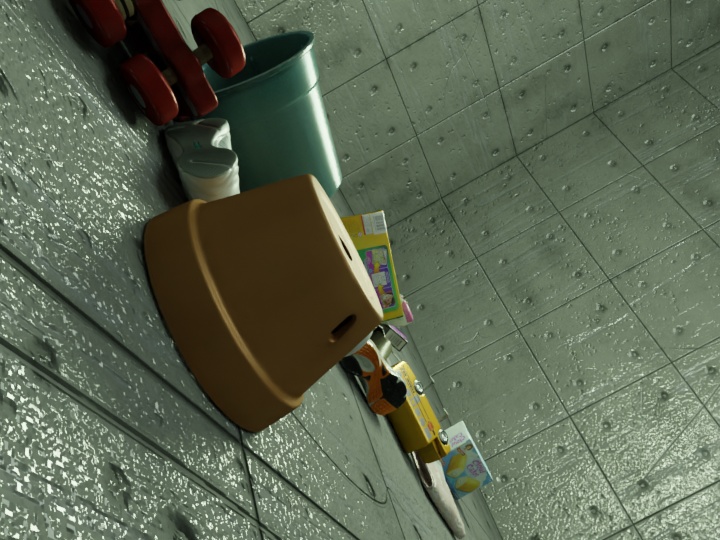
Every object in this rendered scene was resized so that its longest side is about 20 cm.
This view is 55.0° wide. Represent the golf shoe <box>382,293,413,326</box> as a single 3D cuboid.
[{"bbox_3d":[0.033,0.085,1.391,0.199,0.090,0.077,12,-51,63],"label":"golf shoe"}]

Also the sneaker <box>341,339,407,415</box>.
[{"bbox_3d":[0.018,0.165,1.201,0.202,0.075,0.092,61,0,-36],"label":"sneaker"}]

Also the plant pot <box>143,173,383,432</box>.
[{"bbox_3d":[-0.070,0.012,0.588,0.203,0.138,0.200,62,5,-10],"label":"plant pot"}]

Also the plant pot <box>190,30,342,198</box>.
[{"bbox_3d":[-0.121,-0.187,0.934,0.201,0.196,0.199,-111,179,-59],"label":"plant pot"}]

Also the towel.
[{"bbox_3d":[0.158,0.442,1.473,0.202,0.032,0.192,59,6,-36],"label":"towel"}]

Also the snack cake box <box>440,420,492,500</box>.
[{"bbox_3d":[0.258,0.496,1.799,0.202,0.113,0.068,59,5,-37],"label":"snack cake box"}]

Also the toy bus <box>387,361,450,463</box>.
[{"bbox_3d":[0.100,0.284,1.362,0.078,0.064,0.203,-21,84,-56],"label":"toy bus"}]

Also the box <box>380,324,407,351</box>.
[{"bbox_3d":[0.037,0.108,1.618,0.142,0.036,0.200,41,5,-9],"label":"box"}]

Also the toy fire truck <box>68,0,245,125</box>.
[{"bbox_3d":[-0.218,-0.243,0.700,0.167,0.112,0.202,19,-36,57],"label":"toy fire truck"}]

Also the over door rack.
[{"bbox_3d":[0.090,0.244,1.502,0.199,0.067,0.148,39,13,-21],"label":"over door rack"}]

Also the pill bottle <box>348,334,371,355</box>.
[{"bbox_3d":[-0.059,0.015,0.906,0.202,0.107,0.109,61,4,-31],"label":"pill bottle"}]

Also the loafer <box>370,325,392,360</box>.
[{"bbox_3d":[0.024,0.150,1.348,0.076,0.069,0.200,61,5,-18],"label":"loafer"}]

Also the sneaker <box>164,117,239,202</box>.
[{"bbox_3d":[-0.164,-0.104,0.726,0.201,0.069,0.082,-116,-161,-56],"label":"sneaker"}]

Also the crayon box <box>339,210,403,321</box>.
[{"bbox_3d":[0.000,0.000,1.273,0.058,0.116,0.205,-11,-90,60],"label":"crayon box"}]
